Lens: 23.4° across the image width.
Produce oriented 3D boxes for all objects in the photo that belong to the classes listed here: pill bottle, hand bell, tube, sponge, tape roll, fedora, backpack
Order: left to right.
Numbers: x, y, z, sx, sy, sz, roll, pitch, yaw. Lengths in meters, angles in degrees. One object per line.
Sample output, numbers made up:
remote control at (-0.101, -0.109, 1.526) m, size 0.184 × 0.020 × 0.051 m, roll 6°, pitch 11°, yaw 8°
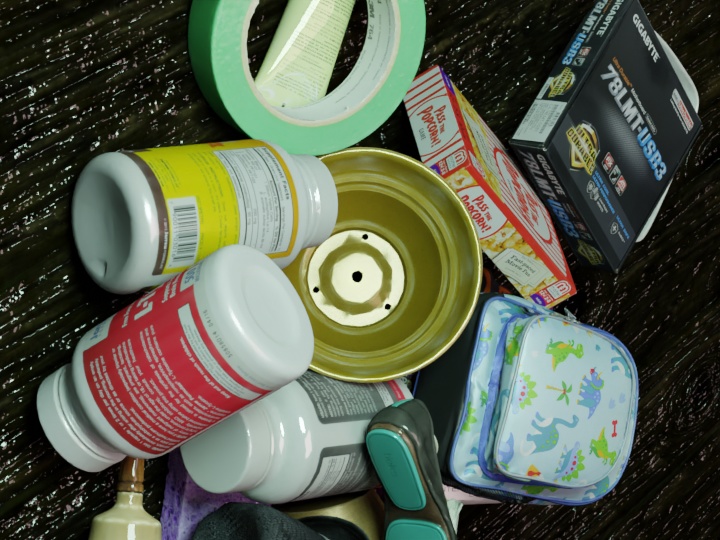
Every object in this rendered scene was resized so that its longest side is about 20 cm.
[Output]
hand bell at (-0.185, 0.167, 1.400) m, size 0.104 × 0.104 × 0.200 m, roll 15°, pitch 75°, yaw -49°
pill bottle at (-0.143, 0.072, 1.312) m, size 0.112 × 0.200 × 0.112 m, roll 44°, pitch 28°, yaw -31°
pill bottle at (-0.118, -0.046, 1.368) m, size 0.200 × 0.109 × 0.109 m, roll -8°, pitch 106°, yaw -40°
sponge at (-0.114, 0.148, 1.498) m, size 0.111 × 0.030 × 0.200 m, roll 3°, pitch 97°, yaw -49°
fedora at (-0.084, 0.245, 1.406) m, size 0.201 × 0.200 × 0.092 m, roll -49°, pitch 119°, yaw -28°
pill bottle at (-0.052, 0.137, 1.458) m, size 0.200 × 0.111 × 0.111 m, roll 0°, pitch 100°, yaw -49°
tape roll at (-0.042, -0.196, 1.433) m, size 0.200 × 0.048 × 0.201 m, roll -13°, pitch 116°, yaw -28°
tube at (-0.035, -0.227, 1.483) m, size 0.052 × 0.058 × 0.200 m, roll 49°, pitch 60°, yaw -87°
backpack at (0.159, 0.122, 1.553) m, size 0.200 × 0.147 × 0.183 m, roll 16°, pitch 83°, yaw -35°

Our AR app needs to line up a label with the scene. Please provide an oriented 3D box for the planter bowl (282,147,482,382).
planter bowl at (0.000, 0.000, 1.501) m, size 0.083 × 0.200 × 0.201 m, roll 124°, pitch -13°, yaw -80°

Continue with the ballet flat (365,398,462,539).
ballet flat at (0.053, 0.194, 1.466) m, size 0.068 × 0.068 × 0.200 m, roll -46°, pitch 136°, yaw -48°

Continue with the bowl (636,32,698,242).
bowl at (0.254, -0.149, 1.804) m, size 0.200 × 0.075 × 0.200 m, roll 38°, pitch 71°, yaw -47°

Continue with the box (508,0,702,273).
box at (0.245, -0.135, 1.709) m, size 0.199 × 0.050 × 0.200 m, roll -56°, pitch 135°, yaw -21°

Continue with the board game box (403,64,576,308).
board game box at (0.118, -0.074, 1.610) m, size 0.046 × 0.152 × 0.200 m, roll -31°, pitch 131°, yaw 16°

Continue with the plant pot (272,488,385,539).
plant pot at (-0.016, 0.298, 1.556) m, size 0.186 × 0.186 × 0.200 m, roll -19°, pitch 99°, yaw -45°

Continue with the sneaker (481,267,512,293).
sneaker at (0.117, 0.092, 1.708) m, size 0.112 × 0.078 × 0.200 m, roll -14°, pitch 110°, yaw -45°

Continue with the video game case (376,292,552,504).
video game case at (0.099, 0.119, 1.622) m, size 0.181 × 0.036 × 0.200 m, roll 3°, pitch 89°, yaw -34°
